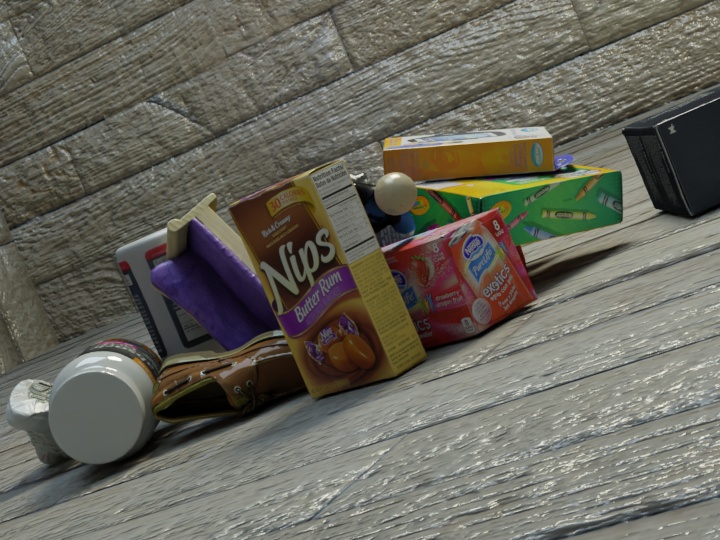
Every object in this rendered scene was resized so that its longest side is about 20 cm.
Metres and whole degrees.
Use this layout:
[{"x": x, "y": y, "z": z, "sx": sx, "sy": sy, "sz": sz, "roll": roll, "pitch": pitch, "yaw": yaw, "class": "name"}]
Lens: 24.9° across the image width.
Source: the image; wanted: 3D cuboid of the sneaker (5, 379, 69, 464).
[{"x": -0.348, "y": 0.179, "z": 1.865, "sx": 0.078, "sy": 0.100, "sz": 0.200, "roll": 22, "pitch": 5, "yaw": 16, "class": "sneaker"}]

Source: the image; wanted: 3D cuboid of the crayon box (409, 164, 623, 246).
[{"x": 0.159, "y": -0.068, "z": 1.681, "sx": 0.200, "sy": 0.058, "sz": 0.119, "roll": -12, "pitch": 15, "yaw": -36, "class": "crayon box"}]

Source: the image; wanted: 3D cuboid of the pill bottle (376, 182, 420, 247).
[{"x": 0.079, "y": -0.057, "z": 1.994, "sx": 0.199, "sy": 0.113, "sz": 0.113, "roll": -1, "pitch": 17, "yaw": 35, "class": "pill bottle"}]

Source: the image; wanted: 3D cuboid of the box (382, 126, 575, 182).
[{"x": 0.124, "y": -0.124, "z": 1.723, "sx": 0.199, "sy": 0.042, "sz": 0.119, "roll": -6, "pitch": 10, "yaw": 3, "class": "box"}]

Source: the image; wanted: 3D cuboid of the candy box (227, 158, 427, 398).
[{"x": -0.032, "y": 0.010, "z": 1.505, "sx": 0.117, "sy": 0.201, "sz": 0.056, "roll": -19, "pitch": 6, "yaw": 44, "class": "candy box"}]

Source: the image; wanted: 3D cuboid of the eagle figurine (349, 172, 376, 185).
[{"x": 0.007, "y": -0.001, "z": 1.814, "sx": 0.150, "sy": 0.152, "sz": 0.200, "roll": 5, "pitch": 25, "yaw": -3, "class": "eagle figurine"}]

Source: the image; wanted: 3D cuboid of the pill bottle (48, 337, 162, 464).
[{"x": -0.263, "y": 0.137, "z": 1.708, "sx": 0.116, "sy": 0.117, "sz": 0.200, "roll": -23, "pitch": 5, "yaw": 0, "class": "pill bottle"}]

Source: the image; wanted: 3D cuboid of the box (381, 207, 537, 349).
[{"x": 0.059, "y": 0.019, "z": 1.585, "sx": 0.095, "sy": 0.100, "sz": 0.200, "roll": -27, "pitch": 6, "yaw": -42, "class": "box"}]

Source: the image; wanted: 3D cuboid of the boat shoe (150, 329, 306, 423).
[{"x": -0.114, "y": 0.114, "z": 1.624, "sx": 0.199, "sy": 0.072, "sz": 0.068, "roll": -15, "pitch": 34, "yaw": 22, "class": "boat shoe"}]

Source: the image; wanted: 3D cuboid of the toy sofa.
[{"x": -0.124, "y": 0.027, "z": 1.695, "sx": 0.098, "sy": 0.200, "sz": 0.083, "roll": -41, "pitch": -13, "yaw": -22, "class": "toy sofa"}]

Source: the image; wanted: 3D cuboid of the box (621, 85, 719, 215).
[{"x": 0.402, "y": -0.145, "z": 1.740, "sx": 0.199, "sy": 0.104, "sz": 0.182, "roll": -23, "pitch": 4, "yaw": 1, "class": "box"}]

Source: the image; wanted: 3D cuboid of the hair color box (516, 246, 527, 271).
[{"x": 0.129, "y": -0.009, "z": 1.799, "sx": 0.101, "sy": 0.061, "sz": 0.200, "roll": -21, "pitch": 6, "yaw": 8, "class": "hair color box"}]

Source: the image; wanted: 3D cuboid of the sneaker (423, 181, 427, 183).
[{"x": 0.116, "y": -0.073, "z": 1.797, "sx": 0.200, "sy": 0.074, "sz": 0.088, "roll": -12, "pitch": 0, "yaw": -37, "class": "sneaker"}]

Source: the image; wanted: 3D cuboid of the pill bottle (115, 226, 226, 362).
[{"x": -0.181, "y": 0.046, "z": 1.818, "sx": 0.119, "sy": 0.201, "sz": 0.120, "roll": -23, "pitch": 4, "yaw": 2, "class": "pill bottle"}]

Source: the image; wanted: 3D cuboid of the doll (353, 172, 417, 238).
[{"x": -0.008, "y": -0.051, "z": 1.565, "sx": 0.136, "sy": 0.049, "sz": 0.200, "roll": 19, "pitch": -25, "yaw": -26, "class": "doll"}]
